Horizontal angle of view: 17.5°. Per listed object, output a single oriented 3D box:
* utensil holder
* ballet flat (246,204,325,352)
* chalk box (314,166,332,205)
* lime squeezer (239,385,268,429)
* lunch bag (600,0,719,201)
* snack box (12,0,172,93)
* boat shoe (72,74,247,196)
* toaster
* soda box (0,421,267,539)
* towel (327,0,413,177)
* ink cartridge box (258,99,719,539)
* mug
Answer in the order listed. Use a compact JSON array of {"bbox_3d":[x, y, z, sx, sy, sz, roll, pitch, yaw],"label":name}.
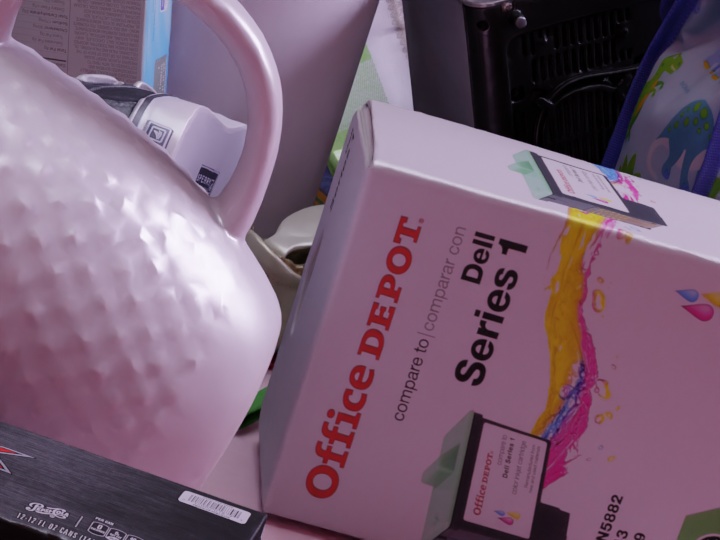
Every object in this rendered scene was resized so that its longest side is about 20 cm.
[{"bbox_3d":[-0.080,-0.105,1.079,0.169,0.201,0.170,16,16,-5],"label":"utensil holder"},{"bbox_3d":[0.000,0.000,1.064,0.069,0.070,0.199,28,19,30],"label":"ballet flat"},{"bbox_3d":[0.034,-0.087,1.276,0.198,0.125,0.125,16,16,-8],"label":"chalk box"},{"bbox_3d":[0.023,0.043,0.999,0.199,0.038,0.071,8,20,-33],"label":"lime squeezer"},{"bbox_3d":[0.204,-0.057,0.976,0.169,0.201,0.128,13,20,-17],"label":"lunch bag"},{"bbox_3d":[-0.176,-0.137,0.990,0.198,0.117,0.037,10,17,13],"label":"snack box"},{"bbox_3d":[-0.091,-0.039,0.924,0.067,0.072,0.200,22,-1,6],"label":"boat shoe"},{"bbox_3d":[0.124,-0.076,1.091,0.179,0.201,0.119,-15,30,-13],"label":"toaster"},{"bbox_3d":[-0.133,0.078,0.672,0.199,0.071,0.063,19,18,5],"label":"soda box"},{"bbox_3d":[0.071,-0.096,1.187,0.199,0.150,0.031,-22,-5,-14],"label":"towel"},{"bbox_3d":[0.074,0.038,0.877,0.198,0.146,0.084,16,19,-6],"label":"ink cartridge box"},{"bbox_3d":[-0.107,-0.015,0.767,0.175,0.201,0.148,31,10,-12],"label":"mug"}]
